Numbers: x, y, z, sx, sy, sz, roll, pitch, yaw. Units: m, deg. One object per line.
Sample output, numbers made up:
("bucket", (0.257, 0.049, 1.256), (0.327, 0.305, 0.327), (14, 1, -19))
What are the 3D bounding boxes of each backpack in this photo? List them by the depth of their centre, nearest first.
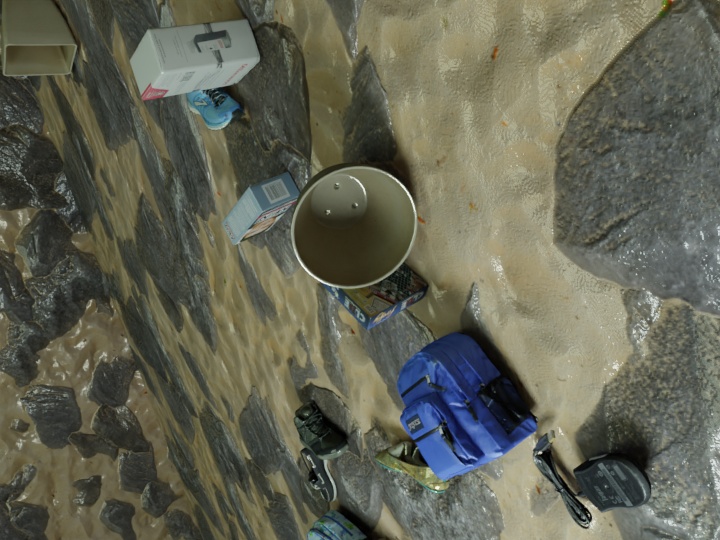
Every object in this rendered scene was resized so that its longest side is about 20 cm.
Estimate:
("backpack", (0.149, 0.208, 0.968), (0.201, 0.167, 0.163), (58, 140, 15))
("backpack", (-0.050, 0.738, 1.652), (0.200, 0.153, 0.164), (42, 150, 50))

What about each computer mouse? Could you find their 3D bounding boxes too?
("computer mouse", (0.330, 0.279, 0.880), (0.141, 0.046, 0.200), (54, 151, 22))

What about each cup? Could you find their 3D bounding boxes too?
("cup", (-0.022, -0.092, 1.002), (0.143, 0.199, 0.201), (-117, 17, -61))

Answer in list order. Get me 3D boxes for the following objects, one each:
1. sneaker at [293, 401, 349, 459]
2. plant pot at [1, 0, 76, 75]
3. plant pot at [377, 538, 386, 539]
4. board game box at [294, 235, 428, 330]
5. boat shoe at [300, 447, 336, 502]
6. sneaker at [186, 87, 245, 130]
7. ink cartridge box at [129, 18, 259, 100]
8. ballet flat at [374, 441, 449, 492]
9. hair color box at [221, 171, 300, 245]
("sneaker", (-0.108, 0.400, 1.538), (0.199, 0.076, 0.115), (7, 124, 58))
("plant pot", (-1.028, -0.741, 1.926), (0.199, 0.199, 0.178), (-21, 85, 57))
("plant pot", (0.054, 0.782, 1.488), (0.199, 0.199, 0.178), (12, 110, 51))
("board game box", (0.000, 0.000, 1.057), (0.200, 0.135, 0.035), (44, 143, 28))
("boat shoe", (-0.116, 0.554, 1.670), (0.074, 0.060, 0.201), (18, 126, 47))
("sneaker", (-0.317, -0.360, 1.284), (0.200, 0.078, 0.090), (34, 154, 37))
("ink cartridge box", (-0.310, -0.397, 1.155), (0.145, 0.199, 0.085), (-11, 98, 56))
("ballet flat", (0.105, 0.385, 1.251), (0.199, 0.070, 0.071), (9, 119, 53))
("hair color box", (-0.213, -0.128, 1.298), (0.061, 0.099, 0.200), (61, 147, 2))
